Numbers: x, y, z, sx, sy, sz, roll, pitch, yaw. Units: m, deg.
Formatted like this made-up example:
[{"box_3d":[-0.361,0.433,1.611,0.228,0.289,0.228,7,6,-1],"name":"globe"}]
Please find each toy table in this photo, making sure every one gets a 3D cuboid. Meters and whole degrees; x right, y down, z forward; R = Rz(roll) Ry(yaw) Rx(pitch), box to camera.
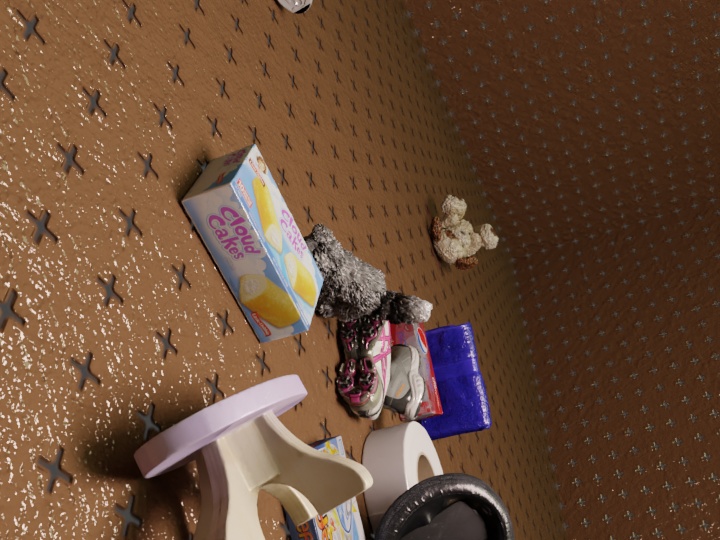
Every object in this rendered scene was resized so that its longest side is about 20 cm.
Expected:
[{"box_3d":[-0.089,0.171,0.607,0.118,0.183,0.199,60,28,12],"name":"toy table"}]

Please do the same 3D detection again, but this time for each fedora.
[{"box_3d":[0.099,0.360,0.938,0.092,0.199,0.203,144,-67,-70],"name":"fedora"}]

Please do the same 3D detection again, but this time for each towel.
[{"box_3d":[0.155,0.207,1.333,0.049,0.147,0.202,15,60,-59],"name":"towel"}]

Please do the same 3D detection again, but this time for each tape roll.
[{"box_3d":[0.073,0.336,1.090,0.202,0.070,0.204,-16,90,-73],"name":"tape roll"}]

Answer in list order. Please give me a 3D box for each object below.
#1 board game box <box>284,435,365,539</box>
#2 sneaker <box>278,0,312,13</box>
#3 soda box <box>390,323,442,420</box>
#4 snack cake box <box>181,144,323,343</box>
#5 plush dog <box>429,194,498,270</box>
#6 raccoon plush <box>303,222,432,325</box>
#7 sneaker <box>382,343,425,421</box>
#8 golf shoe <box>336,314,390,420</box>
[{"box_3d":[-0.037,0.306,0.841,0.135,0.034,0.202,8,66,-71],"name":"board game box"},{"box_3d":[-0.133,-0.572,1.272,0.201,0.080,0.147,57,27,-28],"name":"sneaker"},{"box_3d":[0.092,0.169,1.309,0.070,0.063,0.202,28,49,-64],"name":"soda box"},{"box_3d":[-0.120,-0.031,0.846,0.115,0.067,0.201,-76,145,-57],"name":"snack cake box"},{"box_3d":[0.257,-0.085,1.978,0.200,0.161,0.172,44,35,0],"name":"plush dog"},{"box_3d":[0.000,0.000,1.000,0.134,0.198,0.098,70,26,-55],"name":"raccoon plush"},{"box_3d":[0.057,0.171,1.188,0.200,0.079,0.075,-97,-156,-73],"name":"sneaker"},{"box_3d":[0.010,0.130,1.097,0.092,0.072,0.201,62,30,-47],"name":"golf shoe"}]
